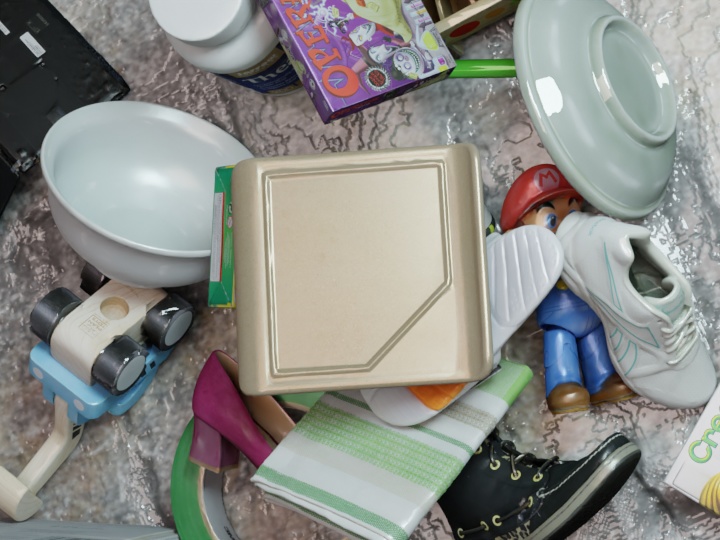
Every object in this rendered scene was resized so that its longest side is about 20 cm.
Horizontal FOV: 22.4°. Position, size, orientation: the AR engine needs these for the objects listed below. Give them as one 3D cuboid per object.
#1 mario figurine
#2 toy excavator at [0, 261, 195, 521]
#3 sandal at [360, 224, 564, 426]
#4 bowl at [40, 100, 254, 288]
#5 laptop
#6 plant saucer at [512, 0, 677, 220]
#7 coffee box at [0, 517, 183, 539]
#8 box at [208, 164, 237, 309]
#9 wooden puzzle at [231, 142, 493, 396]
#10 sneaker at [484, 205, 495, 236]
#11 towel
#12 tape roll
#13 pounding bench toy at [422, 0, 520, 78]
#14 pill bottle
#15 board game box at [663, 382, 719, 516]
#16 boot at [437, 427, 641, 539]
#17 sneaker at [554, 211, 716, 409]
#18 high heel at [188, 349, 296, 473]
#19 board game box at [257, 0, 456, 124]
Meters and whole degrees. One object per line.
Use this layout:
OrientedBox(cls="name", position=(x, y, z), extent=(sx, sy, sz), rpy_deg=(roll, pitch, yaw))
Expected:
OrientedBox(cls="mario figurine", position=(0.170, 0.011, 1.456), extent=(0.106, 0.123, 0.201), rpy_deg=(-17, 86, 28))
OrientedBox(cls="toy excavator", position=(-0.243, 0.109, 1.590), extent=(0.100, 0.200, 0.194), rpy_deg=(34, 52, 17))
OrientedBox(cls="sandal", position=(0.089, 0.048, 1.419), extent=(0.207, 0.059, 0.079), rpy_deg=(-42, 65, 19))
OrientedBox(cls="bowl", position=(-0.181, -0.049, 1.549), extent=(0.201, 0.201, 0.091), rpy_deg=(34, 128, 16))
OrientedBox(cls="laptop", position=(-0.339, -0.147, 1.677), extent=(0.200, 0.103, 0.177), rpy_deg=(-41, 76, -15))
OrientedBox(cls="plant saucer", position=(0.197, -0.140, 1.410), extent=(0.050, 0.200, 0.201), rpy_deg=(-23, 80, 37))
OrientedBox(cls="coffee box", position=(-0.268, 0.319, 1.526), extent=(0.199, 0.200, 0.199), rpy_deg=(1, 87, 17))
OrientedBox(cls="box", position=(-0.027, -0.022, 1.504), extent=(0.048, 0.199, 0.118), rpy_deg=(0, 86, 58))
OrientedBox(cls="wooden puzzle", position=(0.000, 0.000, 1.400), extent=(0.199, 0.037, 0.186), rpy_deg=(-5, 79, 9))
OrientedBox(cls="sneaker", position=(0.024, -0.009, 1.476), extent=(0.077, 0.200, 0.075), rpy_deg=(54, 145, -10))
OrientedBox(cls="towel", position=(0.027, 0.130, 1.443), extent=(0.149, 0.031, 0.200), rpy_deg=(21, 53, 33))
OrientedBox(cls="tape roll", position=(-0.062, 0.186, 1.551), extent=(0.199, 0.048, 0.202), rpy_deg=(-1, 87, 16))
OrientedBox(cls="pounding bench toy", position=(0.072, -0.210, 1.494), extent=(0.155, 0.124, 0.201), rpy_deg=(-27, 80, 14))
OrientedBox(cls="pill bottle", position=(-0.098, -0.213, 1.507), extent=(0.110, 0.200, 0.112), rpy_deg=(-1, 87, 17))
OrientedBox(cls="board game box", position=(0.344, 0.114, 1.437), extent=(0.126, 0.035, 0.201), rpy_deg=(30, 96, 17))
OrientedBox(cls="boot", position=(0.118, 0.151, 1.457), extent=(0.154, 0.073, 0.204), rpy_deg=(55, 131, 16))
OrientedBox(cls="sneaker", position=(0.227, 0.038, 1.411), extent=(0.071, 0.200, 0.080), rpy_deg=(-50, 29, -22))
OrientedBox(cls="high heel", position=(-0.054, 0.134, 1.489), extent=(0.199, 0.067, 0.097), rpy_deg=(14, 101, 21))
OrientedBox(cls="board game box", position=(-0.022, -0.220, 1.408), extent=(0.120, 0.032, 0.201), rpy_deg=(-24, 79, -23))
